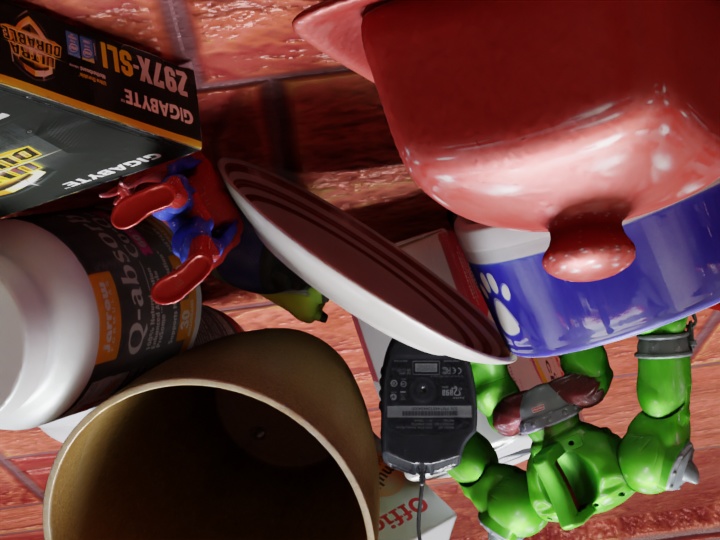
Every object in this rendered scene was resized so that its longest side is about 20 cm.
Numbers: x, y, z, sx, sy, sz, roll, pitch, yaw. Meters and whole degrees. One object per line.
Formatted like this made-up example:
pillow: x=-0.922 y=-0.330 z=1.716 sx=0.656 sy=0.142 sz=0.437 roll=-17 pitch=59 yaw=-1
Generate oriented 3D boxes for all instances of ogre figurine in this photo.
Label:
ogre figurine: x=0.117 y=0.091 z=1.211 sx=0.199 sy=0.121 sz=0.098 roll=-20 pitch=173 yaw=9

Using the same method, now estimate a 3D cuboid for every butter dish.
butter dish: x=0.098 y=-0.068 z=0.958 sx=0.198 sy=0.149 sz=0.200 roll=-15 pitch=164 yaw=23

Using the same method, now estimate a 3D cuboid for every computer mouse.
computer mouse: x=0.038 y=0.128 z=1.204 sx=0.058 sy=0.202 sz=0.034 roll=3 pitch=-178 yaw=3

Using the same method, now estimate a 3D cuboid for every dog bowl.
dog bowl: x=0.156 y=-0.029 z=1.123 sx=0.199 sy=0.079 sz=0.200 roll=-23 pitch=-173 yaw=3

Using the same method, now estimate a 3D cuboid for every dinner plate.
dinner plate: x=0.000 y=0.000 z=1.142 sx=0.024 sy=0.200 sz=0.200 roll=-55 pitch=151 yaw=10

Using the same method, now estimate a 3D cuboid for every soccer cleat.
soccer cleat: x=-0.057 y=-0.011 z=1.311 sx=0.083 sy=0.065 sz=0.200 roll=20 pitch=176 yaw=14

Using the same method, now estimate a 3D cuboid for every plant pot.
plant pot: x=-0.063 y=0.111 z=1.187 sx=0.185 sy=0.188 sz=0.200 roll=-12 pitch=-163 yaw=16

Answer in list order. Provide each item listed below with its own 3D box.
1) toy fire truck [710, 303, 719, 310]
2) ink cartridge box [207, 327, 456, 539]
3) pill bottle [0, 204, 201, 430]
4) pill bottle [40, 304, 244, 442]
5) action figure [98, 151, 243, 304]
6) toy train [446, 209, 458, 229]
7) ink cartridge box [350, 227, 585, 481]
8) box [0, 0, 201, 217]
toy fire truck: x=0.304 y=0.031 z=1.347 sx=0.175 sy=0.202 sz=0.128 roll=-17 pitch=164 yaw=33
ink cartridge box: x=-0.061 y=0.172 z=1.349 sx=0.145 sy=0.200 sz=0.145 roll=-25 pitch=145 yaw=-37
pill bottle: x=-0.179 y=0.026 z=1.152 sx=0.116 sy=0.117 sz=0.200 roll=-13 pitch=-179 yaw=21
pill bottle: x=-0.164 y=0.068 z=1.411 sx=0.115 sy=0.117 sz=0.200 roll=-14 pitch=164 yaw=25
action figure: x=-0.093 y=-0.027 z=1.055 sx=0.051 sy=0.066 sz=0.200 roll=-32 pitch=-174 yaw=8
toy train: x=0.150 y=-0.038 z=1.329 sx=0.198 sy=0.034 sz=0.046 roll=0 pitch=176 yaw=-17
ink cartridge box: x=0.072 y=0.058 z=1.379 sx=0.085 sy=0.149 sz=0.200 roll=-23 pitch=170 yaw=17
box: x=-0.203 y=-0.068 z=1.001 sx=0.199 sy=0.050 sz=0.159 roll=-16 pitch=162 yaw=29
